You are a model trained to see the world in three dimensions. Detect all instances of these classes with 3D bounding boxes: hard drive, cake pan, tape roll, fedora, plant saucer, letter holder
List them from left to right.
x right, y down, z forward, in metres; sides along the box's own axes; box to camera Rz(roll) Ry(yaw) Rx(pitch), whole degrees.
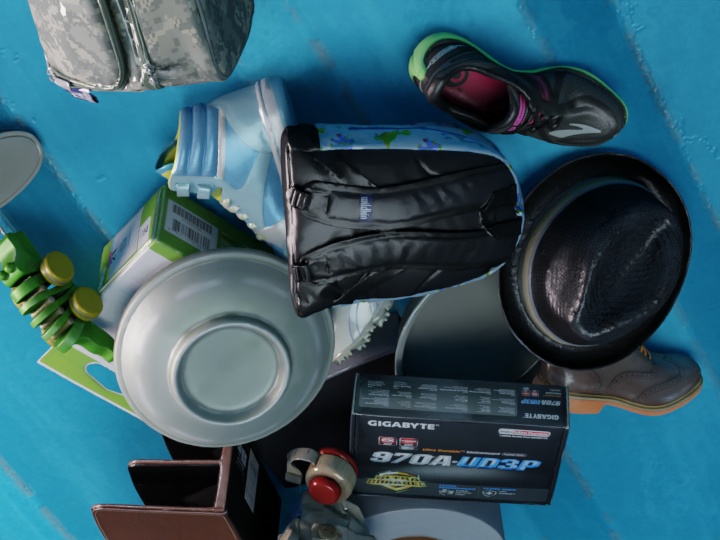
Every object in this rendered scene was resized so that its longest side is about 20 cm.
[{"bbox_3d":[-0.168,0.227,1.664,0.140,0.102,0.201,-1,149,11],"label":"letter holder"},{"bbox_3d":[-0.116,0.079,1.510,0.198,0.050,0.202,-6,119,-11],"label":"plant saucer"},{"bbox_3d":[-0.020,0.134,1.681,0.198,0.043,0.135,-26,124,13],"label":"hard drive"},{"bbox_3d":[0.047,0.270,1.747,0.198,0.067,0.201,-3,140,-3],"label":"tape roll"},{"bbox_3d":[0.119,0.060,1.615,0.198,0.037,0.202,-11,125,-16],"label":"cake pan"},{"bbox_3d":[0.220,-0.003,1.525,0.198,0.092,0.203,-2,97,-14],"label":"fedora"}]

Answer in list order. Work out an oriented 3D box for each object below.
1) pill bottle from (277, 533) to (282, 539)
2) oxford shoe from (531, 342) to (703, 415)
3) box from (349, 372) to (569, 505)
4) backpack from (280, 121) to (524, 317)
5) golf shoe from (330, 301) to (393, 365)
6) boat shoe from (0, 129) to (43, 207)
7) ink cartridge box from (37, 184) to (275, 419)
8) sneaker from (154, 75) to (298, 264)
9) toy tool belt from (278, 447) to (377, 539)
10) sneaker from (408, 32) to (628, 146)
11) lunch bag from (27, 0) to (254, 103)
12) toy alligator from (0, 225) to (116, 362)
[{"bbox_3d":[-0.137,0.352,1.785,0.198,0.116,0.116,-26,125,13],"label":"pill bottle"},{"bbox_3d":[0.256,0.091,1.638,0.198,0.071,0.074,-2,119,-35],"label":"oxford shoe"},{"bbox_3d":[0.089,0.160,1.605,0.197,0.046,0.160,4,146,0],"label":"box"},{"bbox_3d":[0.038,-0.055,1.444,0.197,0.154,0.165,-4,108,3],"label":"backpack"},{"bbox_3d":[0.000,0.000,1.580,0.097,0.078,0.200,36,111,-8],"label":"golf shoe"},{"bbox_3d":[-0.364,-0.060,1.470,0.200,0.057,0.067,-39,122,-21],"label":"boat shoe"},{"bbox_3d":[-0.182,0.038,1.577,0.147,0.076,0.200,31,126,-25],"label":"ink cartridge box"},{"bbox_3d":[-0.108,-0.067,1.505,0.129,0.080,0.202,-11,117,1],"label":"sneaker"},{"bbox_3d":[-0.044,0.275,1.610,0.124,0.123,0.201,15,132,10],"label":"toy tool belt"},{"bbox_3d":[0.134,-0.139,1.469,0.198,0.084,0.077,12,125,-14],"label":"sneaker"},{"bbox_3d":[-0.187,-0.239,1.340,0.166,0.140,0.202,-2,128,16],"label":"lunch bag"},{"bbox_3d":[-0.289,0.009,1.503,0.059,0.054,0.200,-38,93,34],"label":"toy alligator"}]
